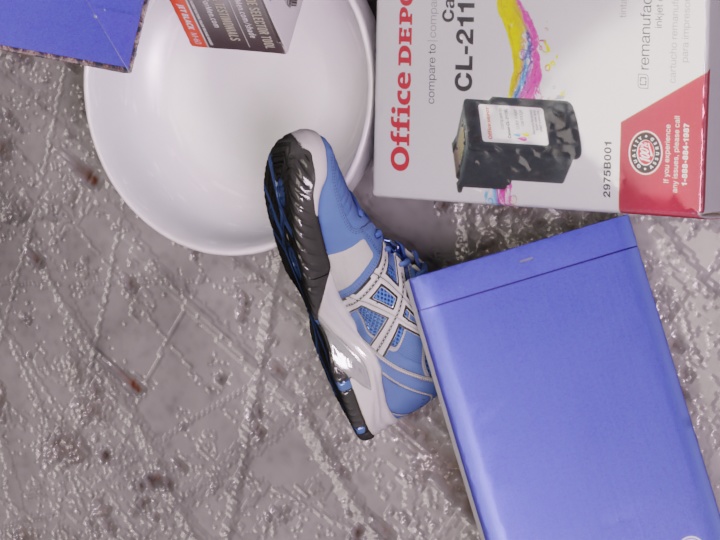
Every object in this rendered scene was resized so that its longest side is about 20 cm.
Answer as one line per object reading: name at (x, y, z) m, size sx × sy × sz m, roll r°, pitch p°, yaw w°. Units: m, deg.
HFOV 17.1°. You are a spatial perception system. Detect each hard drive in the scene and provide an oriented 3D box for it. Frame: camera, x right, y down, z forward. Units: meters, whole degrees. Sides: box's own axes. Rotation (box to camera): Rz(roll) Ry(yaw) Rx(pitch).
hard drive at (0.116, 0.084, 1.329) m, size 0.131 × 0.025 × 0.201 m, roll -16°, pitch 86°, yaw -10°

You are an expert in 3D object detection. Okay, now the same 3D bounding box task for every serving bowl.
serving bowl at (-0.065, -0.111, 1.426) m, size 0.199 × 0.066 × 0.202 m, roll 3°, pitch 95°, yaw 29°

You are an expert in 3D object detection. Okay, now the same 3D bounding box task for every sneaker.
sneaker at (0.000, 0.000, 1.362) m, size 0.077 × 0.076 × 0.201 m, roll -23°, pitch 125°, yaw -6°

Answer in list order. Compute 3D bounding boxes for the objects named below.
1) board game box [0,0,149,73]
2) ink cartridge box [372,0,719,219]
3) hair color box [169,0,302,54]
board game box at (-0.232, -0.197, 1.411) m, size 0.200 × 0.159 × 0.098 m, roll 32°, pitch 110°, yaw 54°
ink cartridge box at (0.110, -0.107, 1.323) m, size 0.199 × 0.083 × 0.147 m, roll 4°, pitch 97°, yaw 27°
hair color box at (-0.057, -0.235, 1.331) m, size 0.063 × 0.111 × 0.201 m, roll 5°, pitch 62°, yaw 17°
